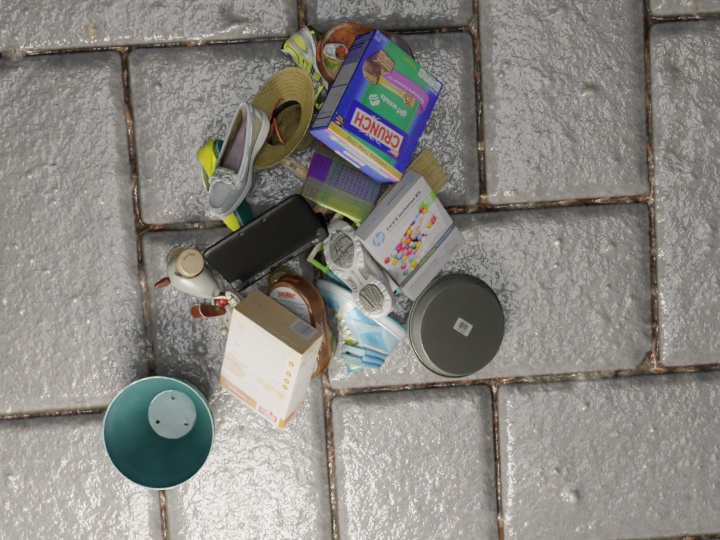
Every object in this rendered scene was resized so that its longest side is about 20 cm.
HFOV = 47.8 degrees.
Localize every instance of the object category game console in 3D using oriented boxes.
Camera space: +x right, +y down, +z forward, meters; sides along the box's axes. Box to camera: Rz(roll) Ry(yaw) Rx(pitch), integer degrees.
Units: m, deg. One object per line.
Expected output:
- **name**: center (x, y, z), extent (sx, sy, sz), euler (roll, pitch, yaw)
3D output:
- **game console**: center (-0.167, -0.065, 1.443), extent (0.198, 0.176, 0.117), euler (-30, 112, 4)

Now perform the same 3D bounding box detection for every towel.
- **towel**: center (-0.023, -0.176, 1.473), extent (0.142, 0.023, 0.202), euler (22, 52, -7)

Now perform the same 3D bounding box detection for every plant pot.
- **plant pot**: center (-0.360, 0.282, 1.499), extent (0.196, 0.135, 0.204), euler (0, 95, -3)

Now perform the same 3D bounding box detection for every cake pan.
- **cake pan**: center (0.187, 0.107, 1.536), extent (0.197, 0.037, 0.204), euler (-1, 95, -14)

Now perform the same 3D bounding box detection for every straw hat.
- **straw hat**: center (-0.127, -0.261, 1.479), extent (0.084, 0.200, 0.204), euler (22, 95, -45)

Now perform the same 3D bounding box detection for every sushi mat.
- **sushi mat**: center (0.080, -0.127, 1.502), extent (0.200, 0.012, 0.096), euler (-48, 128, -10)

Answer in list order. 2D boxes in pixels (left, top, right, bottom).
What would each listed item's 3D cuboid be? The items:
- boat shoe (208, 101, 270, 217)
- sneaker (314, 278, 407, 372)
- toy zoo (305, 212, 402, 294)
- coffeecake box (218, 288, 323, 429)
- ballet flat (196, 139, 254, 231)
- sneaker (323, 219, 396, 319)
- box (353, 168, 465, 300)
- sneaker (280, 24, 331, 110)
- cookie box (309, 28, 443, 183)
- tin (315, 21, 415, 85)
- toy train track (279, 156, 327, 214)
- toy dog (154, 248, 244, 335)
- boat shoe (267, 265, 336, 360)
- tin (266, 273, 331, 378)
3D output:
- **boat shoe**: center (-0.224, -0.195, 1.431), extent (0.074, 0.065, 0.205), euler (23, 88, 31)
- **sneaker**: center (-0.023, 0.113, 1.522), extent (0.198, 0.080, 0.132), euler (33, 86, -4)
- **toy zoo**: center (0.012, -0.021, 1.535), extent (0.198, 0.020, 0.132), euler (33, 94, -14)
- **coffeecake box**: center (-0.164, 0.161, 1.456), extent (0.152, 0.073, 0.202), euler (32, 130, 16)
- **ballet flat**: center (-0.253, -0.142, 1.511), extent (0.066, 0.067, 0.203), euler (-19, 93, 21)
- **sneaker**: center (0.000, 0.000, 1.489), extent (0.077, 0.099, 0.202), euler (-31, 79, 14)
- **box**: center (0.093, -0.061, 1.469), extent (0.156, 0.041, 0.200), euler (-48, 134, -7)
- **sneaker**: center (-0.082, -0.343, 1.498), extent (0.075, 0.075, 0.203), euler (-21, 88, 12)
- **cookie box**: center (0.030, -0.284, 1.422), extent (0.170, 0.075, 0.202), euler (32, 77, -28)
- **tin**: center (0.010, -0.378, 1.469), extent (0.197, 0.042, 0.114), euler (5, 87, -31)
- **toy train track**: center (-0.090, -0.169, 1.524), extent (0.199, 0.033, 0.115), euler (36, 93, -4)
- **toy dog**: center (-0.301, 0.048, 1.497), extent (0.200, 0.132, 0.096), euler (45, 70, 4)
- **boat shoe**: center (-0.109, 0.083, 1.528), extent (0.072, 0.063, 0.203), euler (-28, 96, 1)
- **tin**: center (-0.112, 0.105, 1.471), extent (0.110, 0.042, 0.203), euler (7, 119, 29)
